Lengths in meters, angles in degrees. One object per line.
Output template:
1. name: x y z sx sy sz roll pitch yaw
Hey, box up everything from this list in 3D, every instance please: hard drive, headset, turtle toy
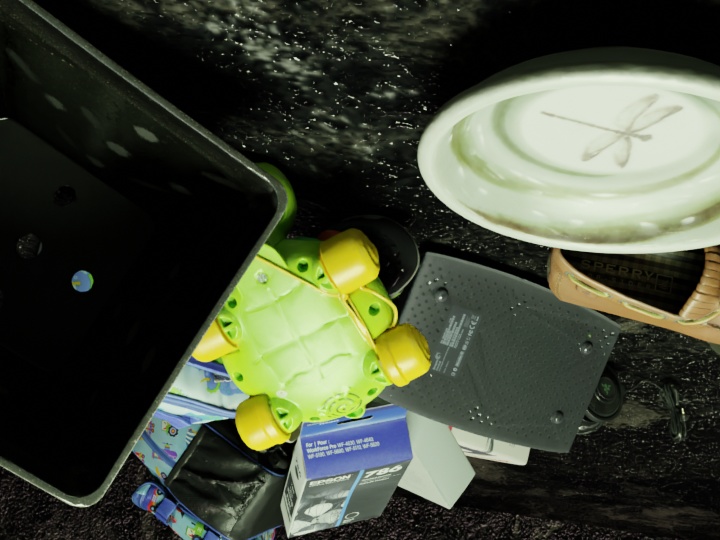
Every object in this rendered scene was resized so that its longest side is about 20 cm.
1. hard drive: 0.111 0.069 0.762 0.199 0.136 0.042 19 -174 -21
2. headset: 0.246 0.151 0.977 0.198 0.095 0.124 -8 162 -2
3. turtle toy: -0.046 0.018 0.628 0.145 0.201 0.101 -25 -163 10

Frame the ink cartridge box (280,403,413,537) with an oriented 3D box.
1. ink cartridge box: -0.014 0.183 0.814 0.099 0.039 0.200 -9 148 -15

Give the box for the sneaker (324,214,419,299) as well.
1. sneaker: 0.000 0.000 0.742 0.082 0.072 0.200 -20 174 -34

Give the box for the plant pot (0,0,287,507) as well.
1. plant pot: -0.193 -0.013 0.531 0.199 0.201 0.177 35 168 -17

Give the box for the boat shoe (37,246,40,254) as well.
1. boat shoe: -0.305 0.027 0.917 0.070 0.070 0.200 17 162 -18

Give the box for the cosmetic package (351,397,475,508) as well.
1. cosmetic package: 0.003 0.144 0.909 0.199 0.052 0.151 12 143 47

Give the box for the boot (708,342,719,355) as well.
1. boot: 0.392 0.051 0.685 0.199 0.073 0.181 14 164 -34

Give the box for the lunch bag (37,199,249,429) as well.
1. lunch bag: -0.167 0.037 0.743 0.199 0.162 0.082 25 153 -35

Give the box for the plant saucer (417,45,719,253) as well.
1. plant saucer: 0.131 -0.067 0.474 0.199 0.051 0.200 8 161 3

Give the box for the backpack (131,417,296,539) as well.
1. backpack: -0.160 0.185 0.926 0.199 0.135 0.183 32 180 14

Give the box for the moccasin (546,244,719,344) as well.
1. moccasin: 0.228 0.004 0.612 0.200 0.074 0.078 16 171 11

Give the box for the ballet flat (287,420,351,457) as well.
1. ballet flat: -0.048 0.143 0.846 0.070 0.065 0.201 6 138 41

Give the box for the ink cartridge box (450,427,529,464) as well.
1. ink cartridge box: 0.097 0.167 1.093 0.199 0.085 0.144 26 163 -40
